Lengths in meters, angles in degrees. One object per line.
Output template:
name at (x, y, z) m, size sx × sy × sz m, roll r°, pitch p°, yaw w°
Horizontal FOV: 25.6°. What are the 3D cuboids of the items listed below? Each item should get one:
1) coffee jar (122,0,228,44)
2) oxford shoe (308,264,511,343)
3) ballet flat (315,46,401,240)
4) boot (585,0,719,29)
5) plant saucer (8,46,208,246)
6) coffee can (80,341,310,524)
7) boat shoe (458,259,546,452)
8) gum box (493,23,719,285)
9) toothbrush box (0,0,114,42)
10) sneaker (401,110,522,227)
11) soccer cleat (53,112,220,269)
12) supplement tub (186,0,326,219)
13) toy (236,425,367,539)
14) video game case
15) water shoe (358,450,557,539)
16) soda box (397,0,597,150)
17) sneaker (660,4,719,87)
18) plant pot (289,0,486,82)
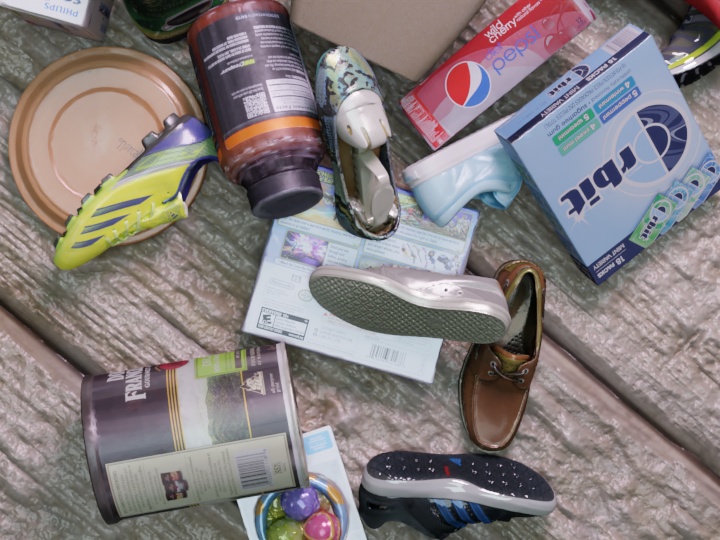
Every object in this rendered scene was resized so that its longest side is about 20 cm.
coffee jar at (-0.181, -0.282, 1.493) m, size 0.104 × 0.200 × 0.085 m, roll -27°, pitch 83°, yaw -4°
oxford shoe at (0.049, 0.025, 1.547) m, size 0.200 × 0.075 × 0.058 m, roll 9°, pitch 50°, yaw 5°
ballet flat at (0.005, -0.114, 1.489) m, size 0.074 × 0.074 × 0.200 m, roll -13°, pitch 125°, yaw -2°
boot at (0.273, -0.277, 1.546) m, size 0.144 × 0.072 × 0.200 m, roll -32°, pitch 56°, yaw 0°
plant saucer at (-0.251, -0.124, 1.581) m, size 0.200 × 0.032 × 0.201 m, roll 0°, pitch 93°, yaw -3°
coffee can at (-0.158, 0.157, 1.541) m, size 0.200 × 0.146 × 0.147 m, roll -10°, pitch 93°, yaw -3°
boat shoe at (0.142, 0.088, 1.589) m, size 0.072 × 0.068 × 0.200 m, roll 7°, pitch 93°, yaw -4°
gum box at (0.248, -0.110, 1.550) m, size 0.170 × 0.045 × 0.200 m, roll -38°, pitch 123°, yaw -3°
toothbrush box at (-0.269, -0.330, 1.514) m, size 0.086 × 0.146 × 0.200 m, roll 14°, pitch 93°, yaw -2°
sneaker at (0.139, -0.105, 1.569) m, size 0.200 × 0.074 × 0.082 m, roll -27°, pitch 95°, yaw -15°
soccer cleat at (-0.214, -0.065, 1.538) m, size 0.084 × 0.065 × 0.200 m, roll 45°, pitch 89°, yaw -6°
supplement tub at (-0.095, -0.153, 1.523) m, size 0.107 × 0.107 × 0.200 m, roll -15°, pitch 74°, yaw -2°
toy at (-0.053, 0.271, 1.599) m, size 0.115 × 0.047 × 0.200 m, roll -18°, pitch 94°, yaw -3°
video game case at (0.000, 0.000, 1.590) m, size 0.200 × 0.045 × 0.182 m, roll 16°, pitch 92°, yaw -3°
water shoe at (0.096, 0.231, 1.606) m, size 0.200 × 0.072 × 0.079 m, roll 9°, pitch 120°, yaw -4°
soda box at (0.133, -0.205, 1.547) m, size 0.200 × 0.070 × 0.063 m, roll -38°, pitch 93°, yaw 18°
sneaker at (0.348, -0.251, 1.591) m, size 0.200 × 0.074 × 0.081 m, roll -35°, pitch 80°, yaw -4°
plant pot at (0.032, -0.293, 1.515) m, size 0.200 × 0.200 × 0.177 m, roll 26°, pitch 103°, yaw -4°
